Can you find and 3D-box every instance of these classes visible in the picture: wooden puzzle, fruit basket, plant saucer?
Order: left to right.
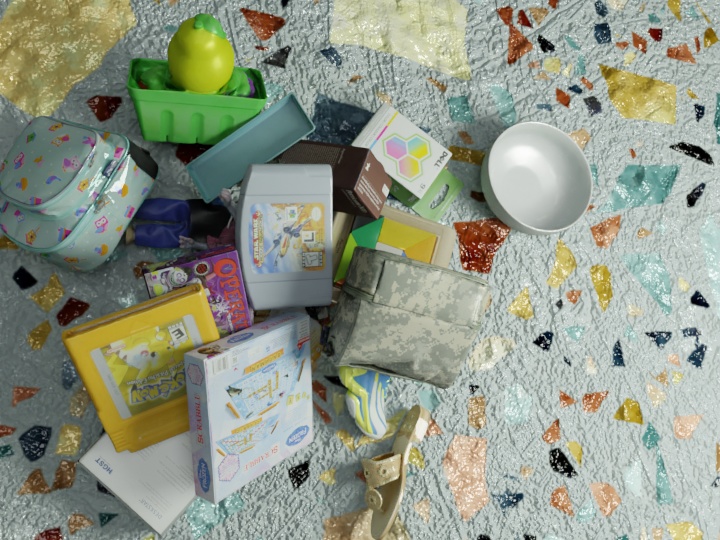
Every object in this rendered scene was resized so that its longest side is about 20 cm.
[{"bbox_3d":[-0.240,-0.292,1.037,0.215,0.216,0.156,1,35,-15],"label":"fruit basket"},{"bbox_3d":[-0.164,-0.181,1.046,0.200,0.019,0.070,-33,80,6],"label":"plant saucer"},{"bbox_3d":[0.041,-0.016,1.086,0.200,0.037,0.185,20,69,-6],"label":"wooden puzzle"}]

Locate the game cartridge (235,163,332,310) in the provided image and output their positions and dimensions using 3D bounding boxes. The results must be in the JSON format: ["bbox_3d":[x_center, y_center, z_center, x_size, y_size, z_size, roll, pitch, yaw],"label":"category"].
[{"bbox_3d":[-0.104,-0.046,0.965,0.133,0.042,0.200,-4,99,-26],"label":"game cartridge"}]

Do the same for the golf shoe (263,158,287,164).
[{"bbox_3d":[-0.123,-0.060,1.027,0.077,0.088,0.200,-15,101,-29],"label":"golf shoe"}]

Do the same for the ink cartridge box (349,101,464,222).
[{"bbox_3d":[0.083,-0.178,1.184,0.200,0.059,0.104,38,72,-5],"label":"ink cartridge box"}]

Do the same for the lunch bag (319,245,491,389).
[{"bbox_3d":[0.059,0.068,0.975,0.200,0.139,0.168,16,90,-16],"label":"lunch bag"}]

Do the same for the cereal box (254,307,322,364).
[{"bbox_3d":[-0.158,0.084,1.076,0.144,0.040,0.200,-43,92,-20],"label":"cereal box"}]

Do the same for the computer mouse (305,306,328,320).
[{"bbox_3d":[0.000,0.000,1.115,0.200,0.053,0.139,-6,71,-24],"label":"computer mouse"}]

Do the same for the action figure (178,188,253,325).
[{"bbox_3d":[-0.180,-0.023,1.009,0.149,0.134,0.200,33,58,-21],"label":"action figure"}]

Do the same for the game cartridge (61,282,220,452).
[{"bbox_3d":[-0.260,0.132,0.903,0.176,0.032,0.200,-21,120,-14],"label":"game cartridge"}]

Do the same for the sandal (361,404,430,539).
[{"bbox_3d":[0.035,0.293,1.067,0.070,0.078,0.212,32,65,-14],"label":"sandal"}]

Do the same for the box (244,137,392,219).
[{"bbox_3d":[-0.064,-0.143,1.066,0.200,0.100,0.075,11,72,28],"label":"box"}]

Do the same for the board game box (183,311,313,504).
[{"bbox_3d":[-0.143,0.177,0.947,0.200,0.041,0.200,-19,114,-51],"label":"board game box"}]

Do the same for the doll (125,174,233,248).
[{"bbox_3d":[-0.255,-0.079,1.077,0.200,0.048,0.137,1,88,-16],"label":"doll"}]

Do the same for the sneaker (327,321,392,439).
[{"bbox_3d":[0.024,0.159,1.061,0.105,0.076,0.200,-19,104,11],"label":"sneaker"}]

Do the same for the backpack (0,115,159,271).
[{"bbox_3d":[-0.406,-0.107,0.979,0.176,0.153,0.200,19,83,24],"label":"backpack"}]

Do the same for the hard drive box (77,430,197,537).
[{"bbox_3d":[-0.267,0.243,0.996,0.156,0.077,0.200,44,71,-3],"label":"hard drive box"}]

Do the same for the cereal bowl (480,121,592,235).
[{"bbox_3d":[0.297,-0.154,1.225,0.200,0.083,0.200,3,79,-15],"label":"cereal bowl"}]

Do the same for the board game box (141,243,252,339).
[{"bbox_3d":[-0.207,0.070,0.932,0.120,0.032,0.200,-19,122,-20],"label":"board game box"}]
